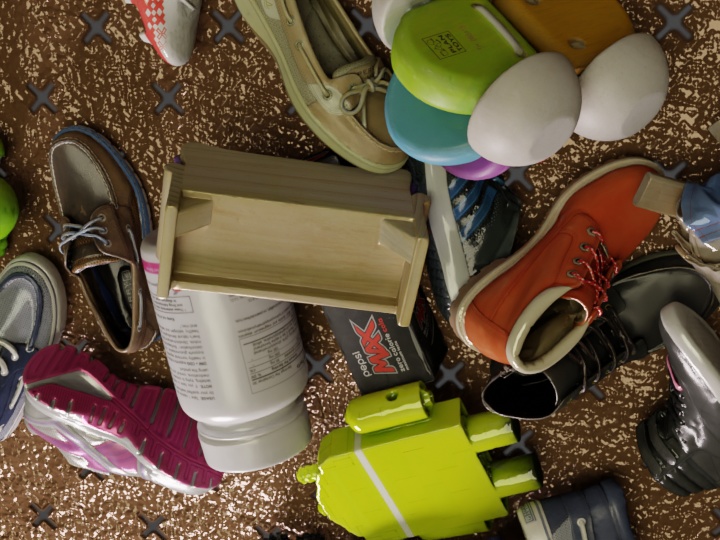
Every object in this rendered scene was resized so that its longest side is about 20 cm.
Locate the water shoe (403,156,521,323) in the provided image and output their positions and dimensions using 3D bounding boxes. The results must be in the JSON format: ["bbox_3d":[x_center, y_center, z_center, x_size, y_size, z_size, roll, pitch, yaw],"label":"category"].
[{"bbox_3d":[0.083,-0.057,0.982,0.078,0.071,0.201,-14,103,-11],"label":"water shoe"}]

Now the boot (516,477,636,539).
[{"bbox_3d":[0.201,0.272,1.057,0.090,0.073,0.201,-18,115,2],"label":"boot"}]

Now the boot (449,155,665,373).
[{"bbox_3d":[0.165,-0.002,0.921,0.200,0.107,0.075,-44,111,-3],"label":"boot"}]

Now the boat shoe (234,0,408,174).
[{"bbox_3d":[-0.022,-0.166,0.943,0.063,0.073,0.201,-39,80,46],"label":"boat shoe"}]

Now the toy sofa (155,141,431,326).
[{"bbox_3d":[-0.051,-0.027,0.932,0.199,0.098,0.083,6,123,-8],"label":"toy sofa"}]

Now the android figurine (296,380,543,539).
[{"bbox_3d":[0.046,0.168,1.043,0.199,0.041,0.182,-17,128,19],"label":"android figurine"}]

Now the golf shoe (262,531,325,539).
[{"bbox_3d":[-0.006,0.285,1.104,0.199,0.078,0.095,-2,86,26],"label":"golf shoe"}]

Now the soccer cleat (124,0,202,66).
[{"bbox_3d":[-0.135,-0.258,0.961,0.085,0.069,0.201,4,106,19],"label":"soccer cleat"}]

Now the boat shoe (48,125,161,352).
[{"bbox_3d":[-0.216,-0.025,1.062,0.072,0.072,0.201,-18,104,20],"label":"boat shoe"}]

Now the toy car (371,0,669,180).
[{"bbox_3d":[0.098,-0.134,0.877,0.175,0.199,0.150,52,140,26],"label":"toy car"}]

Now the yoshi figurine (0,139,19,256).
[{"bbox_3d":[-0.370,-0.030,1.093,0.112,0.113,0.200,37,113,-17],"label":"yoshi figurine"}]

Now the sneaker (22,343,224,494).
[{"bbox_3d":[-0.215,0.144,1.125,0.199,0.082,0.088,31,138,-6],"label":"sneaker"}]

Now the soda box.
[{"bbox_3d":[0.000,0.000,1.016,0.070,0.063,0.201,-20,103,21],"label":"soda box"}]

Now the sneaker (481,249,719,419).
[{"bbox_3d":[0.189,0.057,0.960,0.199,0.106,0.075,-28,100,23],"label":"sneaker"}]

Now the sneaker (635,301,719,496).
[{"bbox_3d":[0.247,0.110,0.957,0.099,0.071,0.200,-24,126,22],"label":"sneaker"}]

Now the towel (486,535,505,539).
[{"bbox_3d":[0.143,0.322,1.016,0.200,0.050,0.148,36,111,-4],"label":"towel"}]

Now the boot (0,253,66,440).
[{"bbox_3d":[-0.326,0.086,1.115,0.072,0.090,0.201,24,114,6],"label":"boot"}]

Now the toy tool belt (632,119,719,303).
[{"bbox_3d":[0.302,-0.072,0.875,0.200,0.125,0.123,-40,104,23],"label":"toy tool belt"}]

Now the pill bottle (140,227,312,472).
[{"bbox_3d":[-0.106,0.057,1.039,0.113,0.113,0.201,-6,107,18],"label":"pill bottle"}]
